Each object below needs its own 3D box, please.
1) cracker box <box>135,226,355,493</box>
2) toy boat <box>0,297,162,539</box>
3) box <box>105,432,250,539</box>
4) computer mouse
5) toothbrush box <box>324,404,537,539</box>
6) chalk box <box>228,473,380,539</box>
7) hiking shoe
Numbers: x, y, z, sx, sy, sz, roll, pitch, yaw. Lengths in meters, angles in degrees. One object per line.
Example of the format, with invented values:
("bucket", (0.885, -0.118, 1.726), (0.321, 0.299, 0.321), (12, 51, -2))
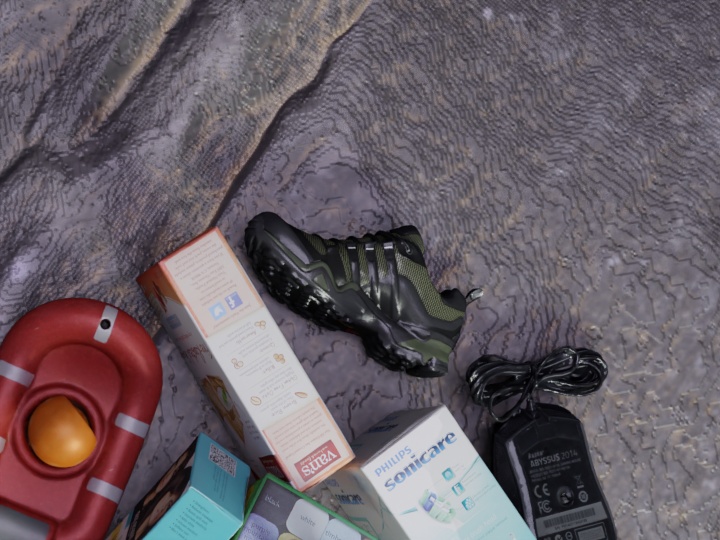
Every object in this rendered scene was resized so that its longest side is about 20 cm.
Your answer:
("cracker box", (-0.090, 0.072, 1.511), (0.057, 0.134, 0.201), (-32, 92, -15))
("toy boat", (-0.221, 0.117, 1.476), (0.130, 0.131, 0.201), (23, 80, -11))
("box", (-0.161, 0.217, 1.457), (0.049, 0.082, 0.200), (37, 109, -14))
("computer mouse", (0.150, 0.165, 1.597), (0.138, 0.053, 0.202), (-4, 77, -32))
("toothbrush box", (0.068, 0.209, 1.530), (0.085, 0.146, 0.201), (-34, 94, -15))
("chalk box", (-0.060, 0.239, 1.457), (0.124, 0.200, 0.124), (32, 65, -8))
("hiking shoe", (0.000, 0.000, 1.580), (0.199, 0.076, 0.101), (35, 69, -17))
